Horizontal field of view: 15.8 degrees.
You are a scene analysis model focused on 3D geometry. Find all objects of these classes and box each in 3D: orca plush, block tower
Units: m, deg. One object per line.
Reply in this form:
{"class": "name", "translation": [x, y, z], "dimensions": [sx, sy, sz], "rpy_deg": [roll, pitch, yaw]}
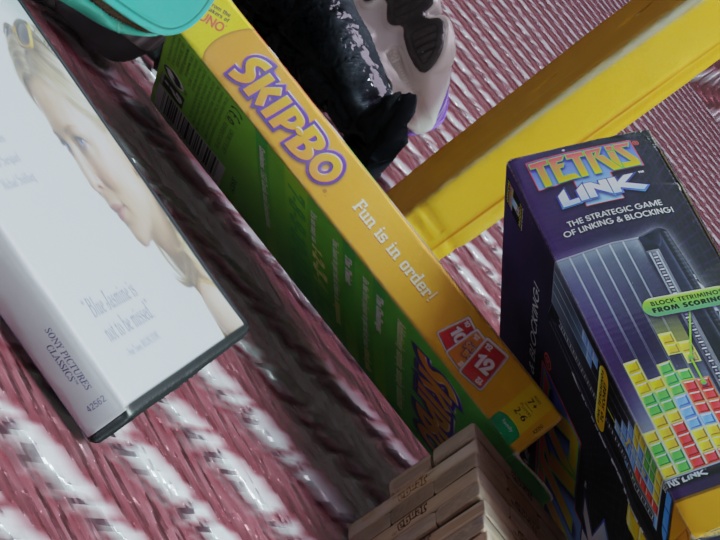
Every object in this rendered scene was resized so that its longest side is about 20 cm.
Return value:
{"class": "orca plush", "translation": [-0.052, -0.105, 1.048], "dimensions": [0.105, 0.071, 0.201], "rpy_deg": [114, -40, -51]}
{"class": "block tower", "translation": [0.033, 0.121, 0.752], "dimensions": [0.058, 0.054, 0.200], "rpy_deg": [50, 14, -16]}

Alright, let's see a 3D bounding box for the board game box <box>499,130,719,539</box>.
{"class": "board game box", "translation": [0.096, 0.083, 0.867], "dimensions": [0.201, 0.056, 0.166], "rpy_deg": [88, -17, -46]}

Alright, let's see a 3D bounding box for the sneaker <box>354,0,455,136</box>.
{"class": "sneaker", "translation": [-0.013, -0.149, 1.265], "dimensions": [0.083, 0.080, 0.201], "rpy_deg": [67, 1, -69]}

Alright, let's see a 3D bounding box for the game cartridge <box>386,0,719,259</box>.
{"class": "game cartridge", "translation": [0.086, -0.067, 1.084], "dimensions": [0.032, 0.200, 0.176], "rpy_deg": [51, 14, -4]}

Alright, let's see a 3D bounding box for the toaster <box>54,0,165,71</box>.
{"class": "toaster", "translation": [-0.080, -0.169, 0.901], "dimensions": [0.200, 0.129, 0.114], "rpy_deg": [49, 15, -25]}

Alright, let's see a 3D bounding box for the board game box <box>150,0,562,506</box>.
{"class": "board game box", "translation": [0.000, 0.000, 0.885], "dimensions": [0.201, 0.030, 0.096], "rpy_deg": [54, -14, 5]}

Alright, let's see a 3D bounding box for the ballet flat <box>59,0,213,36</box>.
{"class": "ballet flat", "translation": [-0.117, -0.134, 0.780], "dimensions": [0.070, 0.068, 0.200], "rpy_deg": [32, -5, 39]}

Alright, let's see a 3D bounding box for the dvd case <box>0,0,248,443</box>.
{"class": "dvd case", "translation": [-0.109, -0.049, 0.746], "dimensions": [0.201, 0.017, 0.143], "rpy_deg": [55, 14, -1]}
